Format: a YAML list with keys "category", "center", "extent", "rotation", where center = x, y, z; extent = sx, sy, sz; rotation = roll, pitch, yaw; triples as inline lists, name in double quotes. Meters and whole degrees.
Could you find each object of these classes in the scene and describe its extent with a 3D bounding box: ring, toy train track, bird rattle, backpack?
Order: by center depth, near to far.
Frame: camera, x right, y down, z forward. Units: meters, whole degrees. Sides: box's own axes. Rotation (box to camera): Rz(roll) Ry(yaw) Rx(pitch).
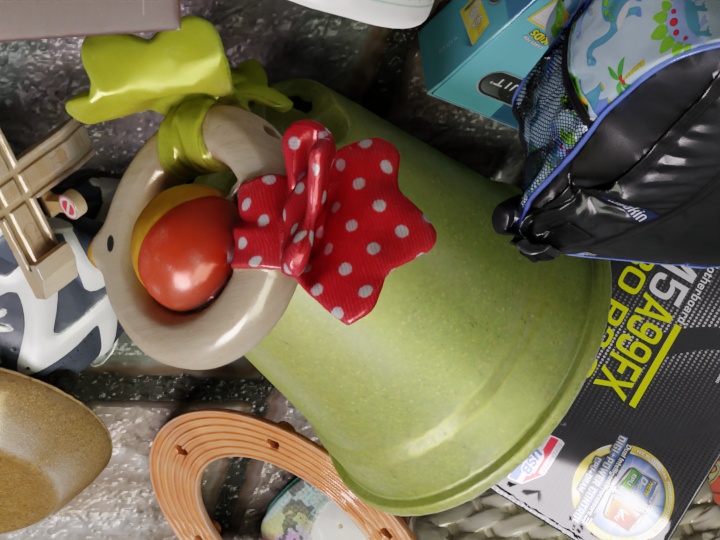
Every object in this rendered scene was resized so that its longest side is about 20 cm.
- category: "backpack"
  center: [0.180, -0.098, 1.330]
  extent: [0.182, 0.148, 0.200]
  rotation: [8, 151, -19]
- category: "bird rattle"
  center: [-0.060, -0.026, 1.336]
  extent: [0.112, 0.200, 0.163]
  rotation: [3, 125, -52]
- category: "toy train track"
  center: [-0.188, -0.075, 1.357]
  extent: [0.115, 0.032, 0.201]
  rotation: [-39, 116, -31]
- category: "ring"
  center: [-0.038, 0.154, 1.624]
  extent: [0.019, 0.200, 0.201]
  rotation: [-51, 154, -36]

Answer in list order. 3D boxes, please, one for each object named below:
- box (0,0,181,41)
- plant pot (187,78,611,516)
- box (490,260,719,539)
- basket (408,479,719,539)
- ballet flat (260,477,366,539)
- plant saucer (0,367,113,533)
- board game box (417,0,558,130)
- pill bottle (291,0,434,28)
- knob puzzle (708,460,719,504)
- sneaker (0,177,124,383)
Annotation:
- category: "box"
  center: [-0.187, -0.159, 1.282]
  extent: [0.199, 0.075, 0.101]
  rotation: [-6, 108, -17]
- category: "plant pot"
  center: [0.000, 0.000, 1.454]
  extent: [0.200, 0.201, 0.184]
  rotation: [-39, 128, 19]
- category: "box"
  center: [0.145, 0.052, 1.560]
  extent: [0.160, 0.044, 0.200]
  rotation: [32, 109, 8]
- category: "basket"
  center: [0.141, 0.232, 1.653]
  extent: [0.199, 0.199, 0.161]
  rotation: [-15, 150, -14]
- category: "ballet flat"
  center: [0.024, 0.131, 1.672]
  extent: [0.200, 0.071, 0.069]
  rotation: [-35, 140, 16]
- category: "plant saucer"
  center: [-0.238, 0.106, 1.521]
  extent: [0.199, 0.036, 0.200]
  rotation: [2, 151, 1]
- category: "board game box"
  center: [0.151, -0.142, 1.437]
  extent: [0.151, 0.047, 0.200]
  rotation: [19, 137, -34]
- category: "pill bottle"
  center: [0.008, -0.222, 1.250]
  extent: [0.113, 0.113, 0.201]
  rotation: [10, 108, -29]
- category: "knob puzzle"
  center: [0.180, 0.173, 1.803]
  extent: [0.219, 0.031, 0.220]
  rotation: [-11, 136, -11]
- category: "sneaker"
  center: [-0.200, 0.008, 1.460]
  extent: [0.199, 0.080, 0.130]
  rotation: [5, 123, -38]
